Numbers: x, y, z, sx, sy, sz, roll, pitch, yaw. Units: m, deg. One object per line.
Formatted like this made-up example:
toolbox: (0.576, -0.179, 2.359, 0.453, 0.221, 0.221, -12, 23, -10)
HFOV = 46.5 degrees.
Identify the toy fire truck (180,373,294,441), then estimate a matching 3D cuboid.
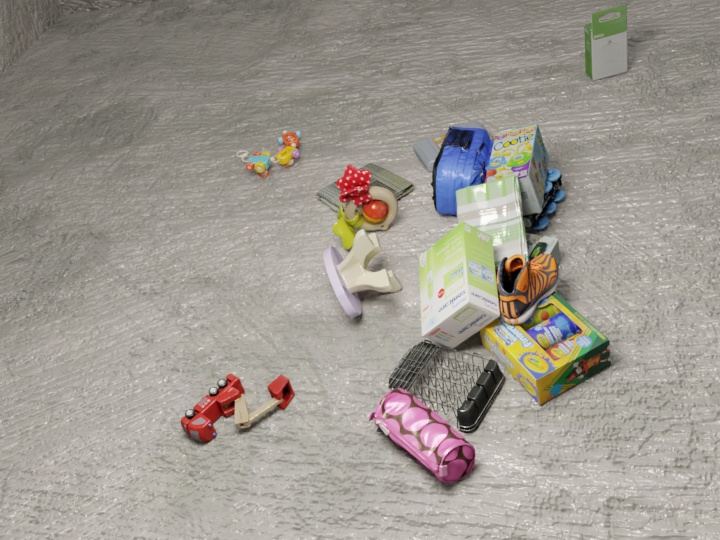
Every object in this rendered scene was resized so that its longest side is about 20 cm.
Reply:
toy fire truck: (-0.244, 0.273, 1.667, 0.140, 0.049, 0.200, 22, 52, 37)

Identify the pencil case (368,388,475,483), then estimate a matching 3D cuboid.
pencil case: (0.108, 0.295, 1.489, 0.093, 0.092, 0.199, -6, 26, -41)

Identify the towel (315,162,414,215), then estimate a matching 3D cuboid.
towel: (0.012, -0.201, 2.166, 0.192, 0.035, 0.199, -31, 39, -22)

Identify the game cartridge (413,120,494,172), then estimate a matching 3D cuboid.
game cartridge: (0.252, -0.329, 2.225, 0.198, 0.042, 0.134, -21, 35, -6)

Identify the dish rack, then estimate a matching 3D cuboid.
dish rack: (0.158, 0.211, 1.599, 0.198, 0.055, 0.154, 13, 45, 34)

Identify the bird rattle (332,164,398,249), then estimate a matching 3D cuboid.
bird rattle: (0.011, -0.157, 1.990, 0.161, 0.201, 0.113, 3, 38, -17)

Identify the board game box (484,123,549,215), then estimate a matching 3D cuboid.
board game box: (0.353, -0.223, 1.879, 0.102, 0.105, 0.201, -9, 38, 27)

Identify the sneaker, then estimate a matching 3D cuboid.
sneaker: (0.327, 0.004, 1.625, 0.077, 0.113, 0.200, 6, 39, 33)

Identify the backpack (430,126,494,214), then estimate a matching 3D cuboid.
backpack: (0.256, -0.233, 2.007, 0.166, 0.164, 0.201, 7, 43, 21)

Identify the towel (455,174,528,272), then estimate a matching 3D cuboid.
towel: (0.271, -0.093, 1.759, 0.148, 0.031, 0.202, -12, 70, 25)

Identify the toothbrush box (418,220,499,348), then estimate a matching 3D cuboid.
toothbrush box: (0.193, 0.029, 1.670, 0.145, 0.085, 0.202, -41, 38, 42)

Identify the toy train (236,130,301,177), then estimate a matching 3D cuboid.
toy train: (-0.245, -0.328, 2.386, 0.198, 0.056, 0.150, -24, 38, -14)

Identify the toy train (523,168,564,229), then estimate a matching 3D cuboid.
toy train: (0.397, -0.170, 1.946, 0.113, 0.087, 0.200, 7, 44, 35)

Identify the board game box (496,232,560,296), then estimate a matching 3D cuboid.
board game box: (0.310, -0.017, 1.809, 0.198, 0.065, 0.148, 12, 47, 33)

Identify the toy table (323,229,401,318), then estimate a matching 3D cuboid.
toy table: (0.000, 0.000, 1.821, 0.116, 0.184, 0.201, -28, 50, 10)

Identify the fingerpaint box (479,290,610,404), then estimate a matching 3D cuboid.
fingerpaint box: (0.349, 0.136, 1.602, 0.165, 0.074, 0.200, -26, 39, -12)

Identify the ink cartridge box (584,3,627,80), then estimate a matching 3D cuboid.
ink cartridge box: (0.676, -0.636, 2.309, 0.103, 0.201, 0.060, -14, 38, 1)
